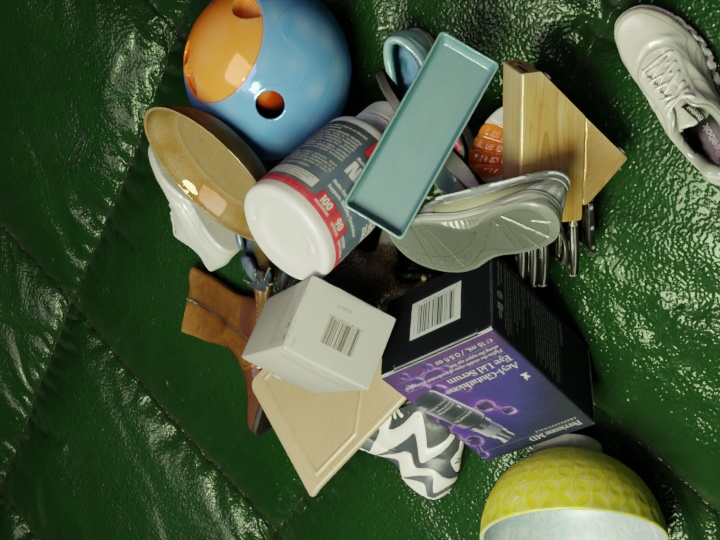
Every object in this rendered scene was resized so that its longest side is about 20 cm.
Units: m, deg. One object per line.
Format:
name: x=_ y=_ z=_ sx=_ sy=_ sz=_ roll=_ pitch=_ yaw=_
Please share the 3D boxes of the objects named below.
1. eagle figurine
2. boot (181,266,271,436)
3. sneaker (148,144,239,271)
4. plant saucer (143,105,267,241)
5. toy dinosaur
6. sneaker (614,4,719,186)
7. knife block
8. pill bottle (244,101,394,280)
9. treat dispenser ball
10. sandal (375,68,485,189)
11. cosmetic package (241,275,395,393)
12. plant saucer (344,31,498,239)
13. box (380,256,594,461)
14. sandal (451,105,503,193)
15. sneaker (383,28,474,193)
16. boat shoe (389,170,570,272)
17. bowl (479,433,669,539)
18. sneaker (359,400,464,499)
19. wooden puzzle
eagle figurine: x=0.003 y=-0.006 z=1.061 sx=0.196 sy=0.152 sz=0.153 roll=18 pitch=140 yaw=16
boot: x=-0.187 y=0.114 z=1.252 sx=0.197 sy=0.068 sz=0.192 roll=19 pitch=111 yaw=30
sneaker: x=-0.249 y=-0.089 z=1.249 sx=0.088 sy=0.075 sz=0.202 roll=-40 pitch=80 yaw=45
plant saucer: x=-0.165 y=-0.119 z=1.024 sx=0.198 sy=0.036 sz=0.201 roll=33 pitch=156 yaw=17
toy dinosaur: x=-0.148 y=-0.033 z=1.165 sx=0.182 sy=0.103 sz=0.203 roll=53 pitch=127 yaw=47
sneaker: x=0.309 y=-0.171 z=0.849 sx=0.075 sy=0.080 sz=0.202 roll=-39 pitch=78 yaw=35
knife block: x=0.175 y=-0.087 z=0.911 sx=0.199 sy=0.064 sz=0.176 roll=37 pitch=102 yaw=-22
pill bottle: x=-0.020 y=-0.094 z=0.956 sx=0.118 sy=0.200 sz=0.121 roll=29 pitch=145 yaw=23
treat dispenser ball: x=-0.108 y=-0.233 z=1.037 sx=0.197 sy=0.200 sz=0.206 roll=8 pitch=106 yaw=31
sandal: x=0.092 y=-0.140 z=0.925 sx=0.045 sy=0.075 sz=0.200 roll=-43 pitch=86 yaw=17
cosmetic package: x=-0.052 y=0.078 z=0.983 sx=0.086 sy=0.106 sz=0.199 roll=-67 pitch=16 yaw=-15
plant saucer: x=0.061 y=-0.134 z=0.883 sx=0.069 sy=0.019 sz=0.202 roll=29 pitch=87 yaw=4
box: x=0.138 y=0.098 z=0.948 sx=0.147 sy=0.106 sz=0.199 roll=-28 pitch=127 yaw=33
sandal: x=0.141 y=-0.096 z=0.982 sx=0.078 sy=0.059 sz=0.209 roll=34 pitch=104 yaw=4
sneaker: x=0.069 y=-0.174 z=1.005 sx=0.073 sy=0.081 sz=0.204 roll=-23 pitch=88 yaw=36
boat shoe: x=0.115 y=-0.051 z=0.876 sx=0.200 sy=0.065 sz=0.075 roll=-15 pitch=126 yaw=45
bowl: x=0.229 y=0.245 z=0.968 sx=0.198 sy=0.199 sz=0.109 roll=-23 pitch=45 yaw=35
sneaker: x=0.053 y=0.175 z=1.103 sx=0.198 sy=0.079 sz=0.131 roll=37 pitch=113 yaw=27
wooden puzzle: x=-0.039 y=0.148 z=1.111 sx=0.201 sy=0.037 sz=0.186 roll=-50 pitch=52 yaw=18
